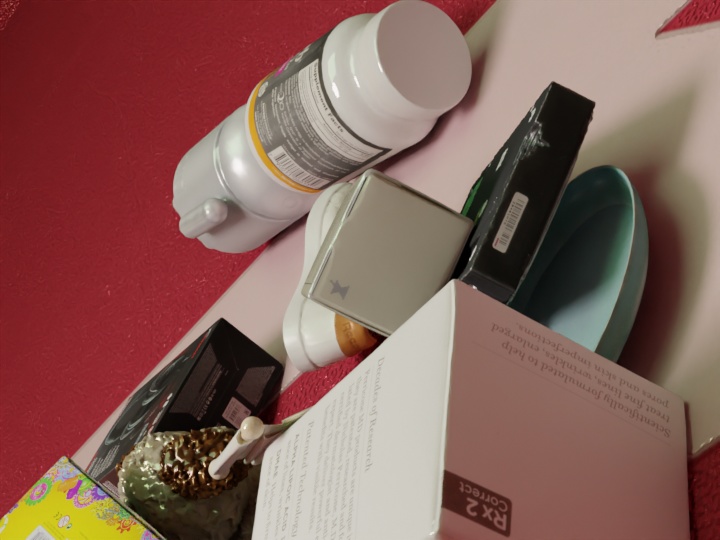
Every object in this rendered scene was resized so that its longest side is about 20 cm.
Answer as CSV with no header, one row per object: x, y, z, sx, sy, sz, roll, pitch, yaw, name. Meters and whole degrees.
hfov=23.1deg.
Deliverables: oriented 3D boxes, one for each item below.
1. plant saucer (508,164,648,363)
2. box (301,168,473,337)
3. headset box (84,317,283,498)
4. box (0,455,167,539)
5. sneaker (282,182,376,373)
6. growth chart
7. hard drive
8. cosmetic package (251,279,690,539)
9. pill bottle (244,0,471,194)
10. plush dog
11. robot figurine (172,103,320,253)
0.122,0.031,1.088,0.201,0.027,0.201,-58,17,28,plant saucer
0.013,-0.007,1.190,0.095,0.077,0.200,-64,3,0,box
-0.170,0.152,1.534,0.200,0.077,0.149,-38,18,46,headset box
-0.139,0.254,1.149,0.122,0.193,0.200,-46,33,-13,box
0.000,0.000,1.399,0.084,0.073,0.201,-15,38,23,sneaker
-0.004,0.085,1.107,0.018,0.199,0.145,65,151,11,growth chart
0.087,-0.023,1.147,0.140,0.038,0.200,-65,4,-21,hard drive
0.055,0.147,0.952,0.200,0.164,0.166,-44,29,40,cosmetic package
-0.003,-0.144,1.462,0.200,0.116,0.117,-26,43,53,pill bottle
-0.094,0.170,1.253,0.200,0.171,0.161,-26,44,56,plush dog
-0.099,-0.087,1.627,0.170,0.113,0.200,-48,10,-36,robot figurine
